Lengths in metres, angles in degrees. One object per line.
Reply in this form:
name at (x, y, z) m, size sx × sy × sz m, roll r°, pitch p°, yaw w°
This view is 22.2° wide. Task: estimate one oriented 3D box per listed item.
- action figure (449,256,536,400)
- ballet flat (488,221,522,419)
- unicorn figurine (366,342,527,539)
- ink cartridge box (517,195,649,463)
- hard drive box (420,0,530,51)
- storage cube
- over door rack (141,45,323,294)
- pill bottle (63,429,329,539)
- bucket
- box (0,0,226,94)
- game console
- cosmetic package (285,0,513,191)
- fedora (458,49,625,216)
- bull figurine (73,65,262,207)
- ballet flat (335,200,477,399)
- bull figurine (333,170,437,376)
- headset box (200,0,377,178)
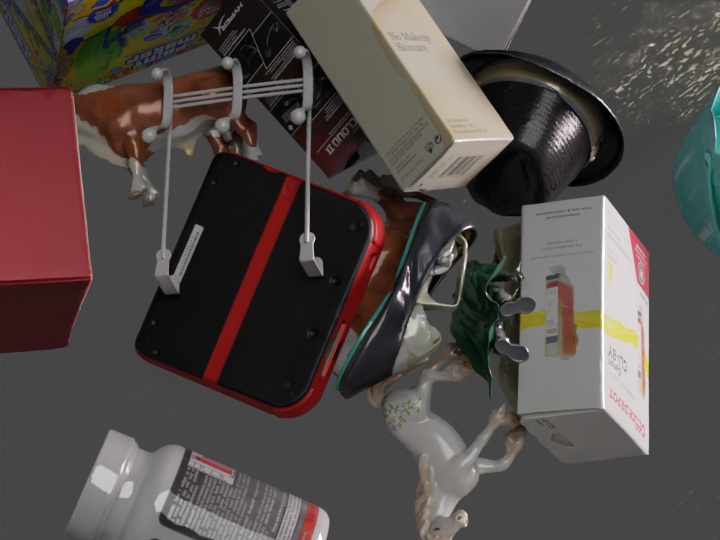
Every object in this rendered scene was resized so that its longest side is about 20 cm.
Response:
action figure at (0.110, 0.034, 1.602) m, size 0.054 × 0.200 × 0.120 m, roll 8°, pitch 98°, yaw -9°
ballet flat at (0.141, 0.050, 1.692) m, size 0.062 × 0.068 × 0.202 m, roll -1°, pitch 62°, yaw 16°
unicorn figurine at (0.075, 0.157, 1.615) m, size 0.137 × 0.074 × 0.201 m, roll -39°, pitch 61°, yaw 4°
ink cartridge box at (0.202, 0.056, 1.642) m, size 0.083 × 0.145 × 0.202 m, roll -6°, pitch 66°, yaw 24°
hard drive box at (0.064, -0.294, 1.744) m, size 0.198 × 0.077 × 0.156 m, roll 25°, pitch 24°, yaw -3°
storage cube at (-0.328, -0.035, 1.528) m, size 0.178 × 0.171 × 0.202 m, roll -4°, pitch 69°, yaw -18°
over door rack at (-0.110, -0.090, 1.575) m, size 0.146 × 0.067 × 0.203 m, roll -6°, pitch 76°, yaw 13°
pill bottle at (-0.135, 0.214, 1.512) m, size 0.198 × 0.116 × 0.117 m, roll 25°, pitch 65°, yaw -5°
bucket at (0.408, -0.102, 1.773) m, size 0.205 × 0.135 × 0.210 m, roll 5°, pitch 67°, yaw -12°
box at (-0.209, -0.274, 1.642) m, size 0.199 × 0.193 × 0.123 m, roll -25°, pitch 77°, yaw -22°
game console at (-0.086, 0.012, 1.598) m, size 0.175 × 0.031 × 0.202 m, roll 20°, pitch 82°, yaw 20°
cosmetic package at (0.034, -0.170, 1.597) m, size 0.103 × 0.073 × 0.201 m, roll -9°, pitch 62°, yaw -54°
fedora at (0.143, -0.110, 1.669) m, size 0.199 × 0.201 × 0.092 m, roll 30°, pitch 66°, yaw -2°
bull figurine at (-0.187, -0.126, 1.662) m, size 0.198 × 0.065 × 0.123 m, roll -17°, pitch 78°, yaw -18°
ballet flat at (0.048, 0.031, 1.576) m, size 0.073 × 0.073 × 0.201 m, roll 28°, pitch 66°, yaw -3°
bull figurine at (0.000, 0.000, 1.650) m, size 0.121 × 0.065 × 0.200 m, roll 43°, pitch 65°, yaw -5°
headset box at (-0.027, -0.182, 1.684) m, size 0.200 × 0.077 × 0.149 m, roll 49°, pitch 32°, yaw 6°
